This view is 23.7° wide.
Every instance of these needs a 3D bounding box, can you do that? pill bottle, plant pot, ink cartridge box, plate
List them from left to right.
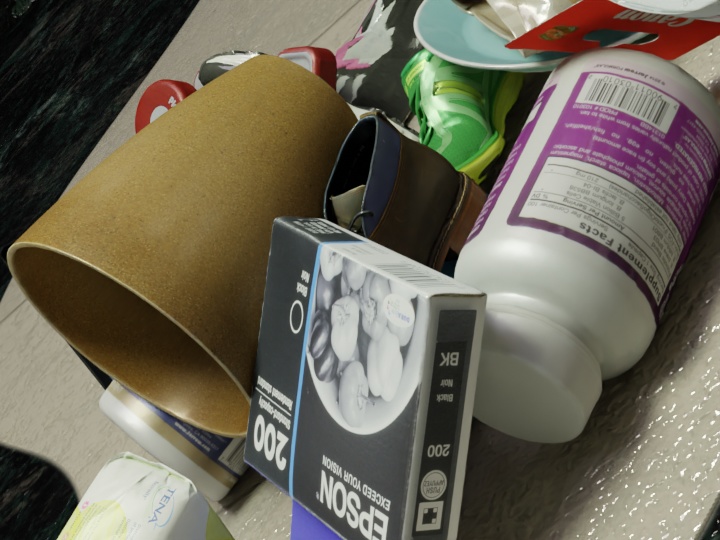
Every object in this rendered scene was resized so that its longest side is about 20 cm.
[{"bbox_3d":[-0.087,-0.031,1.074,0.201,0.186,0.186,-55,23,-21],"label":"plant pot"},{"bbox_3d":[-0.079,0.048,1.189,0.201,0.111,0.111,-52,22,-7],"label":"pill bottle"},{"bbox_3d":[-0.005,0.087,0.915,0.198,0.043,0.202,25,112,62],"label":"ink cartridge box"},{"bbox_3d":[0.135,-0.179,1.179,0.198,0.026,0.201,-12,31,7],"label":"plate"},{"bbox_3d":[0.117,-0.013,0.919,0.112,0.112,0.201,-16,39,53],"label":"pill bottle"},{"bbox_3d":[0.202,-0.139,0.914,0.200,0.162,0.058,-33,68,43],"label":"ink cartridge box"}]

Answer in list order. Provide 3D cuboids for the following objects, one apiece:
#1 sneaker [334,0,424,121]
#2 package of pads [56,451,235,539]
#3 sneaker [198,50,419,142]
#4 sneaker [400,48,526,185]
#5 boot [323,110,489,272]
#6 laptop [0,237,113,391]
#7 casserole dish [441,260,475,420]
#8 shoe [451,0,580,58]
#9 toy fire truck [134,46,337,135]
[{"bbox_3d":[0.020,-0.170,1.429,0.201,0.080,0.086,-57,0,-15],"label":"sneaker"},{"bbox_3d":[-0.141,0.221,0.969,0.068,0.155,0.201,18,64,28],"label":"package of pads"},{"bbox_3d":[-0.037,-0.098,1.260,0.080,0.199,0.074,-60,-11,-3],"label":"sneaker"},{"bbox_3d":[0.060,-0.108,1.198,0.074,0.083,0.201,-55,10,41],"label":"sneaker"},{"bbox_3d":[0.000,0.000,1.035,0.074,0.097,0.201,-17,38,49],"label":"boot"},{"bbox_3d":[-0.131,-0.017,1.274,0.200,0.178,0.103,-44,-13,13],"label":"laptop"},{"bbox_3d":[0.034,0.054,1.064,0.121,0.039,0.201,-37,26,26],"label":"casserole dish"},{"bbox_3d":[0.081,-0.196,1.134,0.053,0.070,0.200,-41,40,-1],"label":"shoe"},{"bbox_3d":[-0.088,-0.072,1.360,0.167,0.112,0.202,0,87,43],"label":"toy fire truck"}]
